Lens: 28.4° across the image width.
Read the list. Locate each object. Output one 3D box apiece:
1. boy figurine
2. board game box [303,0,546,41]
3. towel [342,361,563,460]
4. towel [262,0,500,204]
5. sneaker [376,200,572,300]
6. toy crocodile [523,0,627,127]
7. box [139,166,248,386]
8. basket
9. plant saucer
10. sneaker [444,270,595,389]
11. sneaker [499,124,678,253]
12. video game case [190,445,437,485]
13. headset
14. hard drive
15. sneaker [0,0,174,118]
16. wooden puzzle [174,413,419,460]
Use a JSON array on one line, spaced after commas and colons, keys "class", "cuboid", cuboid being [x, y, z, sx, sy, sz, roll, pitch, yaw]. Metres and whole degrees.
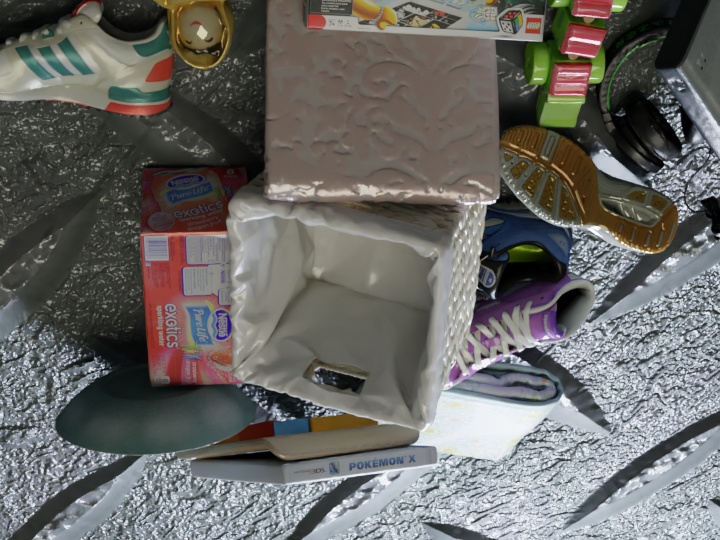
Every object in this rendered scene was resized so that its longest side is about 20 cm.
[{"class": "boy figurine", "cuboid": [-0.143, -0.253, 1.137, 0.122, 0.065, 0.202, -6, 130, -5]}, {"class": "board game box", "cuboid": [0.055, -0.255, 1.145, 0.197, 0.035, 0.128, 1, 108, -8]}, {"class": "towel", "cuboid": [0.093, 0.142, 1.507, 0.197, 0.049, 0.171, 11, 152, -13]}, {"class": "towel", "cuboid": [0.017, -0.151, 1.184, 0.197, 0.194, 0.032, 0, 173, -8]}, {"class": "sneaker", "cuboid": [0.107, -0.025, 1.353, 0.197, 0.090, 0.079, 2, 132, -1]}, {"class": "toy crocodile", "cuboid": [0.185, -0.202, 1.220, 0.066, 0.062, 0.202, 3, 132, -9]}, {"class": "box", "cuboid": [-0.154, 0.008, 1.350, 0.101, 0.095, 0.202, -1, 133, -5]}, {"class": "basket", "cuboid": [0.000, 0.000, 1.268, 0.195, 0.161, 0.202, 13, 127, 15]}, {"class": "plant saucer", "cuboid": [-0.202, 0.127, 1.407, 0.198, 0.201, 0.039, -3, 106, -4]}, {"class": "sneaker", "cuboid": [0.136, 0.056, 1.370, 0.199, 0.114, 0.073, -33, 107, -14]}, {"class": "sneaker", "cuboid": [0.196, -0.070, 1.326, 0.198, 0.088, 0.076, 28, 86, -20]}, {"class": "video game case", "cuboid": [-0.050, 0.195, 1.450, 0.180, 0.022, 0.199, -2, 177, -34]}, {"class": "headset", "cuboid": [0.288, -0.125, 1.280, 0.122, 0.094, 0.201, -21, 120, 14]}, {"class": "hard drive", "cuboid": [0.332, -0.163, 1.230, 0.033, 0.141, 0.200, 2, 147, 45]}, {"class": "sneaker", "cuboid": [-0.250, -0.188, 1.191, 0.197, 0.071, 0.095, 7, 114, -10]}, {"class": "wooden puzzle", "cuboid": [-0.067, 0.166, 1.448, 0.183, 0.038, 0.199, -1, 176, -38]}]
